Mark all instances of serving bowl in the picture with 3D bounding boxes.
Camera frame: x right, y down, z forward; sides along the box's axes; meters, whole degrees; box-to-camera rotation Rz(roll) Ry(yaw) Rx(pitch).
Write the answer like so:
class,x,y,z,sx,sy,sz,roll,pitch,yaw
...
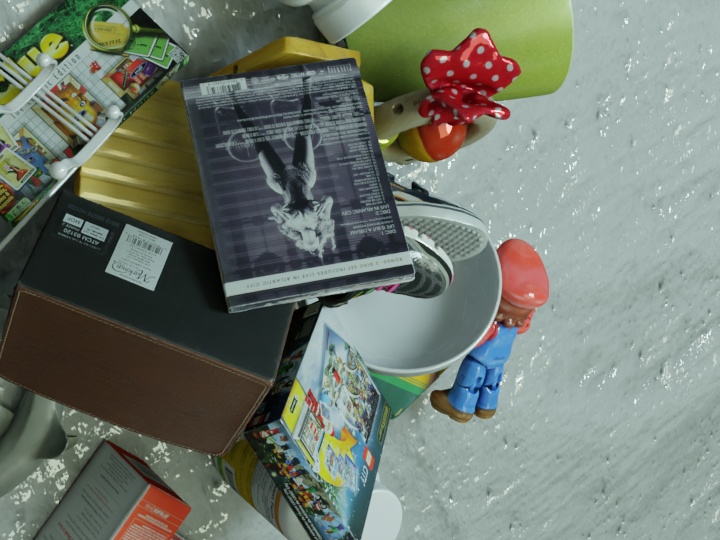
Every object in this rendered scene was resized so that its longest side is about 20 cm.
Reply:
class,x,y,z,sx,sy,sz,roll,pitch,yaw
serving bowl,0.040,0.019,1.178,0.200,0.200,0.066,-41,163,-18

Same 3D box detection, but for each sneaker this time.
class,x,y,z,sx,sy,sz,roll,pitch,yaw
sneaker,0.025,-0.061,1.135,0.199,0.080,0.079,5,142,-8
sneaker,0.000,0.000,1.077,0.199,0.088,0.074,20,137,-28

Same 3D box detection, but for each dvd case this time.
class,x,y,z,sx,sy,sz,roll,pitch,yaw
dvd case,-0.052,-0.072,0.923,0.148,0.201,0.016,-10,158,-13

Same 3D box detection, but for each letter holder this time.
class,x,y,z,sx,sy,sz,roll,pitch,yaw
letter holder,-0.171,0.050,0.924,0.199,0.101,0.142,22,138,-10

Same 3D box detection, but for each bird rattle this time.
class,x,y,z,sx,sy,sz,roll,pitch,yaw
bird rattle,0.057,-0.141,1.043,0.163,0.199,0.113,7,59,-63

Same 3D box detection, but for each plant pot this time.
class,x,y,z,sx,sy,sz,roll,pitch,yaw
plant pot,0.069,-0.231,1.102,0.199,0.187,0.188,-18,119,-14

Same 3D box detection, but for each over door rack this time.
class,x,y,z,sx,sy,sz,roll,pitch,yaw
over door rack,-0.296,-0.089,0.879,0.148,0.067,0.200,37,77,-1

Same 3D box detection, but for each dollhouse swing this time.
class,x,y,z,sx,sy,sz,roll,pitch,yaw
dollhouse swing,-0.112,-0.097,0.964,0.175,0.181,0.201,20,61,-43

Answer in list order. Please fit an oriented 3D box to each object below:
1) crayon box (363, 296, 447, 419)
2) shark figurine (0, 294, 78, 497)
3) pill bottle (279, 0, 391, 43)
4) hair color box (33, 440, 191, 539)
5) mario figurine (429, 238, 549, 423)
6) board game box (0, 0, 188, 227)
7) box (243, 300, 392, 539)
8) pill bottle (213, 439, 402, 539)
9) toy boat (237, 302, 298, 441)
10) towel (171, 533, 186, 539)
class,x,y,z,sx,sy,sz,roll,pitch,yaw
crayon box,0.067,0.049,1.272,0.200,0.058,0.119,-42,128,-17
shark figurine,-0.280,0.116,1.011,0.128,0.089,0.216,1,109,-39
pill bottle,-0.052,-0.294,0.970,0.112,0.112,0.200,-42,105,-17
hair color box,-0.255,0.270,1.079,0.200,0.101,0.061,-54,130,-7
mario figurine,0.132,0.055,1.254,0.123,0.106,0.201,-51,162,-71
board game box,-0.245,-0.141,0.942,0.105,0.023,0.200,42,76,1
box,-0.032,0.132,1.026,0.038,0.200,0.137,-21,111,20
pill bottle,-0.051,0.206,1.146,0.111,0.200,0.112,-16,118,-33
toy boat,-0.142,0.062,1.075,0.131,0.130,0.200,66,33,-34
towel,-0.229,0.362,1.189,0.200,0.023,0.144,-54,128,-10
